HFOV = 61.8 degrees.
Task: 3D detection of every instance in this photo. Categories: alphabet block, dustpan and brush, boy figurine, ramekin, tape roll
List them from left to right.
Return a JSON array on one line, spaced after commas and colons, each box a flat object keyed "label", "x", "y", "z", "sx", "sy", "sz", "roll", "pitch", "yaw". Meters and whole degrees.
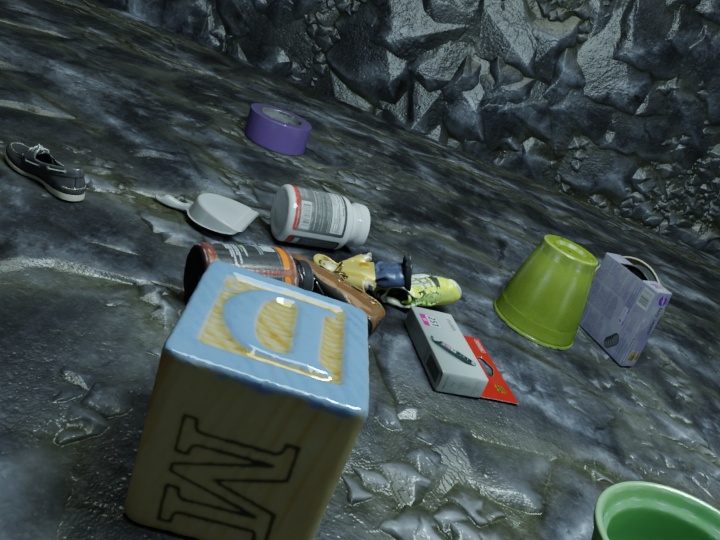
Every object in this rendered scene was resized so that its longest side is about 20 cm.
[{"label": "dustpan and brush", "x": -0.314, "y": -0.121, "z": 1.199, "sx": 0.196, "sy": 0.058, "sz": 0.140, "roll": 29, "pitch": 22, "yaw": -4}, {"label": "alphabet block", "x": -0.110, "y": 0.141, "z": 0.632, "sx": 0.191, "sy": 0.204, "sz": 0.196, "roll": 19, "pitch": 23, "yaw": -7}, {"label": "tape roll", "x": -0.255, "y": -0.437, "z": 1.859, "sx": 0.195, "sy": 0.087, "sz": 0.201, "roll": 18, "pitch": 24, "yaw": -8}, {"label": "boy figurine", "x": 0.000, "y": 0.000, "z": 1.132, "sx": 0.194, "sy": 0.066, "sz": 0.125, "roll": 2, "pitch": 30, "yaw": 4}, {"label": "ramekin", "x": 0.359, "y": 0.353, "z": 0.694, "sx": 0.194, "sy": 0.100, "sz": 0.201, "roll": 7, "pitch": 21, "yaw": -3}]

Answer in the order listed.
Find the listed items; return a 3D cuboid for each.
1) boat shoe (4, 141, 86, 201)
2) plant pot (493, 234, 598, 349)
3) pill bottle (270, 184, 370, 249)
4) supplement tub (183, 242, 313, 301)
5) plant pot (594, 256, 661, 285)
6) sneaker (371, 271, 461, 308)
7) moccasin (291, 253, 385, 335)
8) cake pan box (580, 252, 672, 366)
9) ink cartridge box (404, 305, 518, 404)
[{"label": "boat shoe", "x": -0.573, "y": -0.198, "z": 1.099, "sx": 0.197, "sy": 0.064, "sz": 0.072, "roll": 31, "pitch": 25, "yaw": 19}, {"label": "plant pot", "x": 0.427, "y": 0.036, "z": 1.341, "sx": 0.195, "sy": 0.197, "sz": 0.202, "roll": 18, "pitch": 24, "yaw": -8}, {"label": "pill bottle", "x": -0.084, "y": -0.108, "z": 1.283, "sx": 0.195, "sy": 0.118, "sz": 0.116, "roll": 8, "pitch": 27, "yaw": -31}, {"label": "supplement tub", "x": -0.173, "y": 0.015, "z": 0.958, "sx": 0.196, "sy": 0.109, "sz": 0.107, "roll": 4, "pitch": 29, "yaw": -37}, {"label": "plant pot", "x": 0.701, "y": 0.082, "z": 1.542, "sx": 0.197, "sy": 0.190, "sz": 0.187, "roll": 19, "pitch": 19, "yaw": -45}, {"label": "sneaker", "x": 0.111, "y": 0.049, "z": 1.200, "sx": 0.194, "sy": 0.077, "sz": 0.077, "roll": 5, "pitch": 34, "yaw": -13}, {"label": "moccasin", "x": -0.045, "y": 0.033, "z": 1.061, "sx": 0.198, "sy": 0.075, "sz": 0.078, "roll": 28, "pitch": 38, "yaw": 13}, {"label": "cake pan box", "x": 0.599, "y": 0.084, "z": 1.387, "sx": 0.051, "sy": 0.205, "sz": 0.185, "roll": 5, "pitch": 26, "yaw": -23}, {"label": "ink cartridge box", "x": 0.183, "y": 0.149, "z": 1.077, "sx": 0.169, "sy": 0.044, "sz": 0.201, "roll": 13, "pitch": 26, "yaw": -19}]
